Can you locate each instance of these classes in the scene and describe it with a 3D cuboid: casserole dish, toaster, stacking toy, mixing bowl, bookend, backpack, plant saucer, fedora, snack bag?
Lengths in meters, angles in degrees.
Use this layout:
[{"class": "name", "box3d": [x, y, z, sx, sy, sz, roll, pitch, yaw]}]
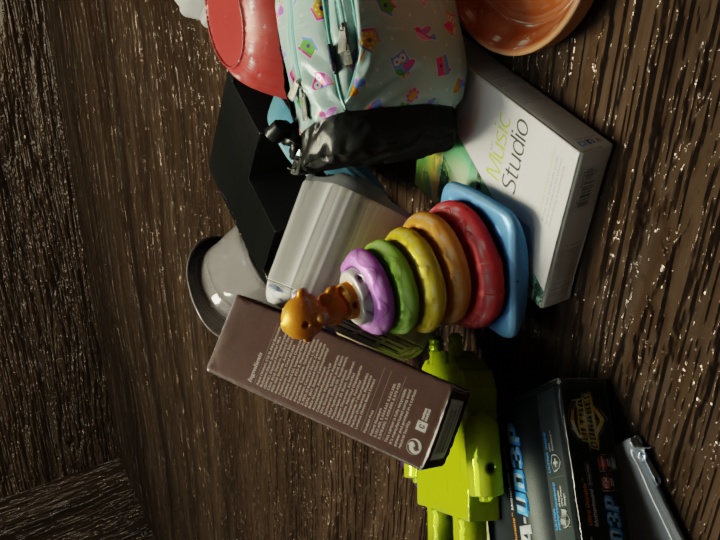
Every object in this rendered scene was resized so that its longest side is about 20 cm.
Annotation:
[{"class": "casserole dish", "box3d": [-0.043, -0.125, 0.916, 0.039, 0.121, 0.200, -49, 29, 11]}, {"class": "toaster", "box3d": [0.000, -0.005, 0.805, 0.113, 0.199, 0.131, 14, 80, 60]}, {"class": "stacking toy", "box3d": [0.026, 0.013, 0.696, 0.110, 0.198, 0.117, 36, 138, 53]}, {"class": "mixing bowl", "box3d": [-0.084, -0.251, 0.849, 0.200, 0.107, 0.203, 39, 137, 49]}, {"class": "bookend", "box3d": [-0.100, -0.124, 1.089, 0.200, 0.091, 0.201, 61, 150, 24]}, {"class": "backpack", "box3d": [0.007, -0.189, 0.704, 0.126, 0.166, 0.203, -7, 93, 43]}, {"class": "plant saucer", "box3d": [0.114, -0.261, 0.636, 0.200, 0.032, 0.203, 43, 141, 48]}, {"class": "fedora", "box3d": [-0.146, 0.007, 1.209, 0.090, 0.176, 0.201, -48, 28, 28]}, {"class": "snack bag", "box3d": [0.213, 0.250, 0.729, 0.190, 0.021, 0.200, 68, 154, 16]}]

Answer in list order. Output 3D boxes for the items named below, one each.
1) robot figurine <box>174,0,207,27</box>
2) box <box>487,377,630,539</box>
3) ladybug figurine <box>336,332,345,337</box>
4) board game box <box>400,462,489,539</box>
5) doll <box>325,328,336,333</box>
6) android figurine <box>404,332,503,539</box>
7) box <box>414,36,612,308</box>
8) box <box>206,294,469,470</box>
[{"class": "robot figurine", "box3d": [-0.172, -0.382, 1.067, 0.200, 0.111, 0.172, 140, 131, -63]}, {"class": "box", "box3d": [0.157, 0.204, 0.723, 0.159, 0.045, 0.203, 133, 136, -64]}, {"class": "ladybug figurine", "box3d": [0.000, 0.000, 0.932, 0.071, 0.135, 0.202, -30, 78, 24]}, {"class": "board game box", "box3d": [0.110, 0.236, 0.928, 0.200, 0.032, 0.121, 51, 150, 40]}, {"class": "doll", "box3d": [-0.026, 0.066, 0.959, 0.048, 0.136, 0.202, -30, 54, 36]}, {"class": "android figurine", "box3d": [0.085, 0.160, 0.816, 0.182, 0.041, 0.203, 164, 106, -72]}, {"class": "box", "box3d": [0.115, -0.086, 0.727, 0.200, 0.036, 0.146, 51, 146, 43]}, {"class": "box", "box3d": [-0.016, 0.093, 0.733, 0.198, 0.100, 0.076, 20, 86, 17]}]
